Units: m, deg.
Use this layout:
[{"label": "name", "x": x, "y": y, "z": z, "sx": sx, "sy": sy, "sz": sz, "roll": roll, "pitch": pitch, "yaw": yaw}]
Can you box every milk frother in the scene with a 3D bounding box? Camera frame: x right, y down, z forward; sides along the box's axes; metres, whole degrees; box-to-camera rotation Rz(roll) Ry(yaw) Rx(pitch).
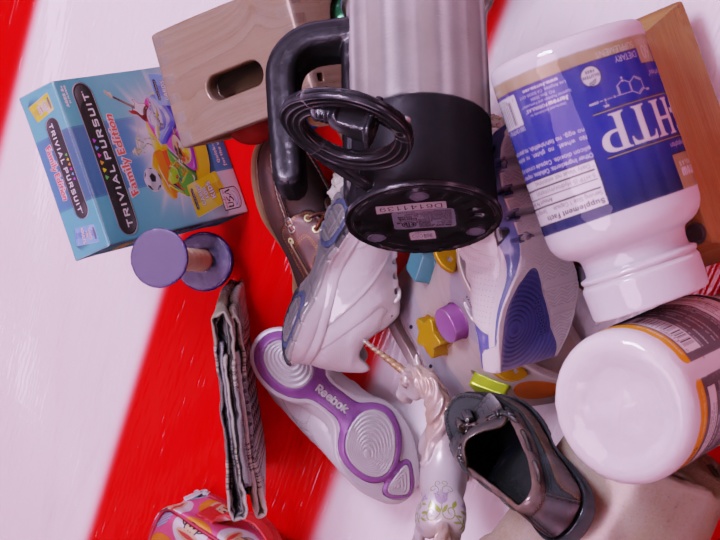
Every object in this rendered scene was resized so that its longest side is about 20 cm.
[{"label": "milk frother", "x": 0.022, "y": -0.139, "z": 1.380, "sx": 0.200, "sy": 0.179, "sz": 0.189, "roll": 115, "pitch": 155, "yaw": -64}]

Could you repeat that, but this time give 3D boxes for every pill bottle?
[{"label": "pill bottle", "x": 0.241, "y": 0.082, "z": 1.429, "sx": 0.116, "sy": 0.200, "sz": 0.117, "roll": 9, "pitch": 105, "yaw": 35}, {"label": "pill bottle", "x": 0.181, "y": -0.071, "z": 1.388, "sx": 0.119, "sy": 0.119, "sz": 0.201, "roll": -19, "pitch": 90, "yaw": 38}]

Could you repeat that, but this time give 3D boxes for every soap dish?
[{"label": "soap dish", "x": 0.211, "y": -0.088, "z": 1.488, "sx": 0.157, "sy": 0.081, "sz": 0.201, "roll": -19, "pitch": 90, "yaw": 38}]

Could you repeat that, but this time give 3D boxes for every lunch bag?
[{"label": "lunch bag", "x": -0.123, "y": 0.308, "z": 1.825, "sx": 0.199, "sy": 0.082, "sz": 0.177, "roll": 30, "pitch": 116, "yaw": 28}]

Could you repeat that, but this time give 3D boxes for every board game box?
[{"label": "board game box", "x": -0.200, "y": -0.102, "z": 1.714, "sx": 0.047, "sy": 0.200, "sz": 0.152, "roll": -21, "pitch": 88, "yaw": 35}]

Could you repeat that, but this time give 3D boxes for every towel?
[{"label": "towel", "x": -0.106, "y": 0.114, "z": 1.718, "sx": 0.034, "sy": 0.200, "sz": 0.194, "roll": -4, "pitch": 99, "yaw": 1}]

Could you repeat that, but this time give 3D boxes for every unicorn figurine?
[{"label": "unicorn figurine", "x": 0.064, "y": 0.169, "z": 1.618, "sx": 0.138, "sy": 0.073, "sz": 0.201, "roll": 84, "pitch": 171, "yaw": -55}]

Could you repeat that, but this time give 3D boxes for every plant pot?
[{"label": "plant pot", "x": 0.197, "y": 0.215, "z": 1.518, "sx": 0.200, "sy": 0.200, "sz": 0.184, "roll": 35, "pitch": 107, "yaw": 25}]

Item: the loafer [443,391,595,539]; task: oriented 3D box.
[{"label": "loafer", "x": 0.112, "y": 0.141, "z": 1.478, "sx": 0.072, "sy": 0.063, "sz": 0.200, "roll": -58, "pitch": 33, "yaw": 7}]

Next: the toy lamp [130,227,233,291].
[{"label": "toy lamp", "x": -0.155, "y": -0.009, "z": 1.708, "sx": 0.058, "sy": 0.200, "sz": 0.059, "roll": 0, "pitch": 89, "yaw": 12}]

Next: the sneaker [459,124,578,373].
[{"label": "sneaker", "x": 0.106, "y": -0.027, "z": 1.505, "sx": 0.115, "sy": 0.080, "sz": 0.201, "roll": 16, "pitch": 111, "yaw": 56}]

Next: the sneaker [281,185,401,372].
[{"label": "sneaker", "x": 0.000, "y": 0.000, "z": 1.621, "sx": 0.087, "sy": 0.075, "sz": 0.201, "roll": 17, "pitch": 116, "yaw": -15}]

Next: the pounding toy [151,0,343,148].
[{"label": "pounding toy", "x": -0.048, "y": -0.164, "z": 1.598, "sx": 0.199, "sy": 0.184, "sz": 0.143, "roll": -15, "pitch": 91, "yaw": 37}]

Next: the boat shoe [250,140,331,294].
[{"label": "boat shoe", "x": -0.036, "y": -0.028, "z": 1.688, "sx": 0.070, "sy": 0.070, "sz": 0.201, "roll": -7, "pitch": 106, "yaw": 57}]

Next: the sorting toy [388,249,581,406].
[{"label": "sorting toy", "x": 0.087, "y": 0.046, "z": 1.619, "sx": 0.180, "sy": 0.106, "sz": 0.201, "roll": -38, "pitch": 77, "yaw": 55}]

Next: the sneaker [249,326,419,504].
[{"label": "sneaker", "x": -0.020, "y": 0.127, "z": 1.725, "sx": 0.075, "sy": 0.100, "sz": 0.200, "roll": -42, "pitch": 92, "yaw": -6}]

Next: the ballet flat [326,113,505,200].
[{"label": "ballet flat", "x": 0.051, "y": -0.105, "z": 1.616, "sx": 0.199, "sy": 0.076, "sz": 0.064, "roll": -20, "pitch": 55, "yaw": 33}]
